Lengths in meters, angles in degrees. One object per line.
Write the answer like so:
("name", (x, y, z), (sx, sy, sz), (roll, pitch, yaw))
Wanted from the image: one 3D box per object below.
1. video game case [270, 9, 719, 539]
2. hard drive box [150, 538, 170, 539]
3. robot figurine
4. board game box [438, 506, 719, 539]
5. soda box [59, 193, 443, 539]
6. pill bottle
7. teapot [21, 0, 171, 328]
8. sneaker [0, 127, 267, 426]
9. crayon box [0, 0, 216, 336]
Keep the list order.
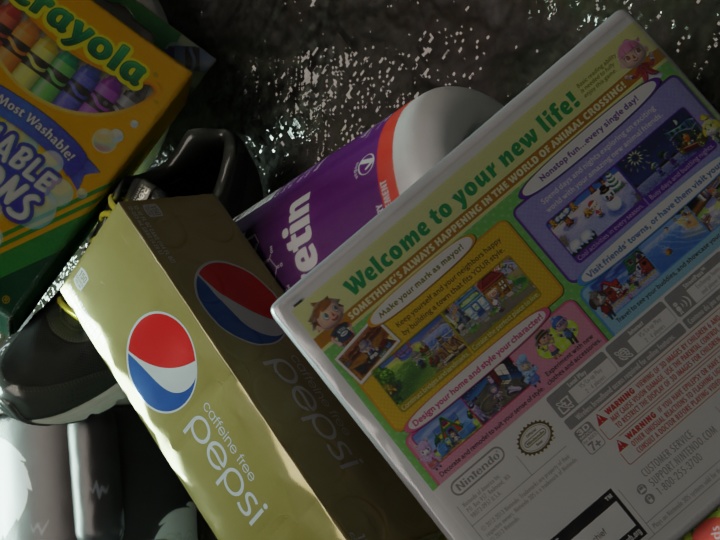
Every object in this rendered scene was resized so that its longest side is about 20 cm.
("video game case", (0.093, 0.022, 0.643), (0.199, 0.022, 0.183), (-40, 79, -1))
("hard drive box", (-0.070, 0.238, 0.712), (0.199, 0.076, 0.158), (24, 102, 39))
("robot figurine", (-0.158, 0.124, 0.896), (0.149, 0.124, 0.203), (-8, 83, 37))
("board game box", (0.075, 0.096, 0.704), (0.198, 0.047, 0.103), (-16, 77, 26))
("soda box", (-0.051, 0.061, 0.700), (0.201, 0.067, 0.064), (53, 123, 21))
("pill bottle", (0.000, 0.000, 0.767), (0.199, 0.112, 0.114), (-30, 68, 37))
("teapot", (-0.205, -0.102, 0.941), (0.197, 0.200, 0.146), (44, 161, 2))
("sneaker", (-0.127, -0.004, 0.830), (0.074, 0.200, 0.085), (26, 147, 28))
("crayon box", (-0.180, -0.085, 0.839), (0.201, 0.125, 0.052), (-56, 2, -19))
